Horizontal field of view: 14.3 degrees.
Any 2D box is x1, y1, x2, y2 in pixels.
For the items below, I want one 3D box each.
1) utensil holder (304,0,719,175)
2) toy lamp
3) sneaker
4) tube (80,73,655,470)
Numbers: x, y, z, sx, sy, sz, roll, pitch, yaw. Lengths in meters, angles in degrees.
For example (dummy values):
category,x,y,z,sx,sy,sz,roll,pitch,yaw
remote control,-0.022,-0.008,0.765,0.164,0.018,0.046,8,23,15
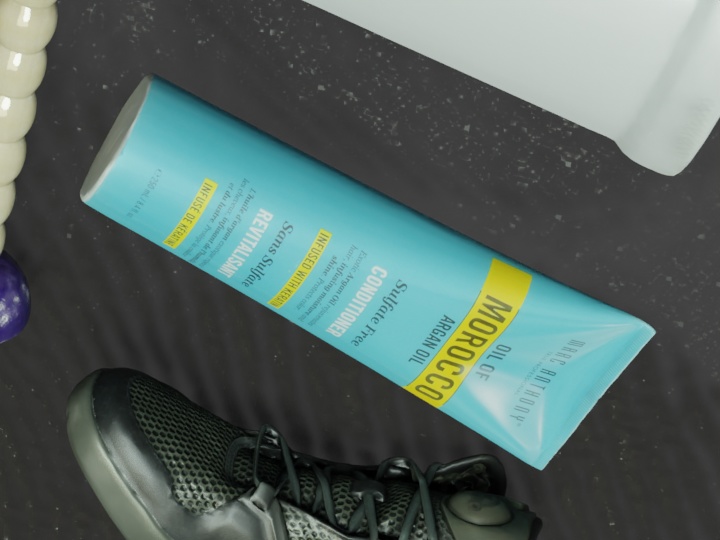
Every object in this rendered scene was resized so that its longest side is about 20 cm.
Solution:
category,x,y,z,sx,sy,sz,roll,pitch,yaw
utensil holder,0.035,-0.144,0.842,0.199,0.170,0.170,24,123,-2
toy lamp,-0.118,-0.066,0.988,0.058,0.058,0.200,17,125,1
sneaker,-0.010,0.086,1.049,0.114,0.076,0.199,-38,111,26
tube,0.000,0.000,1.014,0.200,0.050,0.077,28,130,-12
